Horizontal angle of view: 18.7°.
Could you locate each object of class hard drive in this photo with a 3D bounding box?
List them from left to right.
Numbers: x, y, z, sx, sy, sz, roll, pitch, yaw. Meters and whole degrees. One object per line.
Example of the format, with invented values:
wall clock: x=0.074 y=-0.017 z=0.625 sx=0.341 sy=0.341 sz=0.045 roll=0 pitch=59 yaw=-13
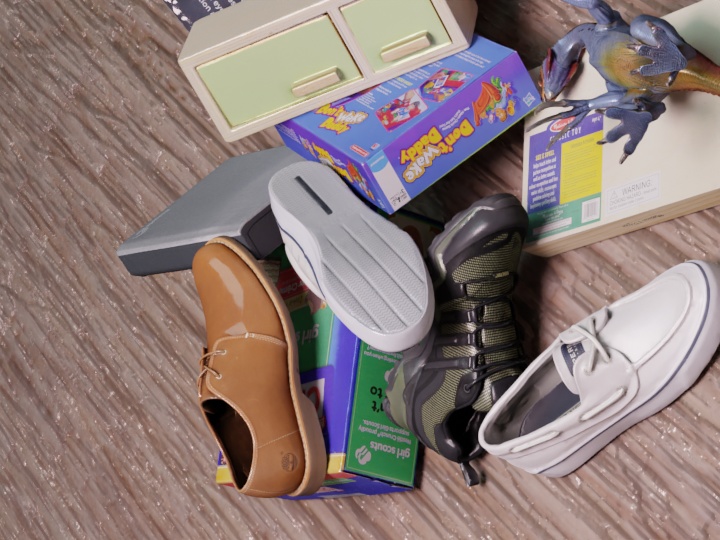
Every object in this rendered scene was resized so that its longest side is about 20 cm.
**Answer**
hard drive: x=-0.088 y=-0.050 z=1.684 sx=0.139 sy=0.033 sz=0.200 roll=-41 pitch=17 yaw=-29

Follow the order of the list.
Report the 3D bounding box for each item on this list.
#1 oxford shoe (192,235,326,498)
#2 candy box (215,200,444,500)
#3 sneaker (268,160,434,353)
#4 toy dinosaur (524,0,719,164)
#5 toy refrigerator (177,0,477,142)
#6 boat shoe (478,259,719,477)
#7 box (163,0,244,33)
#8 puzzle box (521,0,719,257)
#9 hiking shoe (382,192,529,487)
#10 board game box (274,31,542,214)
oxford shoe: x=-0.086 y=0.065 z=1.541 sx=0.071 sy=0.071 sz=0.201 roll=-46 pitch=57 yaw=47
candy box: x=-0.024 y=0.063 z=1.618 sx=0.169 sy=0.077 sz=0.201 roll=-12 pitch=68 yaw=52
sneaker: x=0.000 y=0.000 z=1.498 sx=0.073 sy=0.071 sz=0.200 roll=-25 pitch=41 yaw=-7
toy dinosaur: x=0.172 y=-0.122 z=1.403 sx=0.182 sy=0.199 sz=0.106 roll=-73 pitch=-6 yaw=-74
toy refrigerator: x=-0.023 y=-0.166 z=1.557 sx=0.199 sy=0.076 sz=0.070 roll=-20 pitch=28 yaw=21
boat shoe: x=0.152 y=0.063 z=1.387 sx=0.200 sy=0.065 sz=0.074 roll=-50 pitch=42 yaw=30
box: x=-0.062 y=-0.269 z=1.641 sx=0.200 sy=0.197 sz=0.117 roll=-37 pitch=8 yaw=23
puzzle box: x=0.181 y=-0.094 z=1.442 sx=0.199 sy=0.025 sz=0.134 roll=-17 pitch=64 yaw=50
hiking shoe: x=0.087 y=0.045 z=1.479 sx=0.101 sy=0.075 sz=0.201 roll=42 pitch=130 yaw=35
board game box: x=0.025 y=-0.120 z=1.563 sx=0.134 sy=0.045 sz=0.200 roll=-36 pitch=27 yaw=-9
